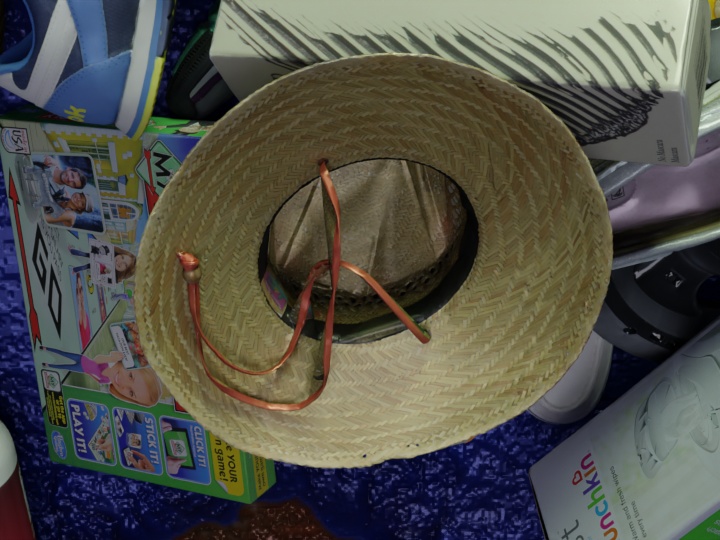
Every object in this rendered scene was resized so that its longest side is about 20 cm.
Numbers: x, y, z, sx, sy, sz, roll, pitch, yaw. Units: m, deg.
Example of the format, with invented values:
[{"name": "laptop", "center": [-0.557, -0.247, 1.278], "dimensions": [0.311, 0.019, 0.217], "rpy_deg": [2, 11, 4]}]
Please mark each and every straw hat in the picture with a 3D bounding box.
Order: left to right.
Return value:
[{"name": "straw hat", "center": [0.001, -0.017, 0.686], "dimensions": [0.201, 0.085, 0.201], "rpy_deg": [-2, 118, -3]}]

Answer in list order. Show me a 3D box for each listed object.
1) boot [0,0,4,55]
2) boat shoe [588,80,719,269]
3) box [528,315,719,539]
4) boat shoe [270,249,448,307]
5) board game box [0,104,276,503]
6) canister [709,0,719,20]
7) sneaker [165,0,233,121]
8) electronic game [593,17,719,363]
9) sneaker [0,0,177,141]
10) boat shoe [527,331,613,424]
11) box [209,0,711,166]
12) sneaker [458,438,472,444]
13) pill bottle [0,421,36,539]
[{"name": "boot", "center": [-0.270, -0.064, 0.808], "dimensions": [0.154, 0.072, 0.200], "rpy_deg": [14, 115, -3]}, {"name": "boat shoe", "center": [0.164, -0.045, 0.708], "dimensions": [0.202, 0.065, 0.075], "rpy_deg": [-15, 124, 4]}, {"name": "box", "center": [0.221, 0.119, 0.829], "dimensions": [0.200, 0.097, 0.176], "rpy_deg": [26, 123, -34]}, {"name": "boat shoe", "center": [-0.001, 0.002, 0.776], "dimensions": [0.200, 0.063, 0.073], "rpy_deg": [11, 81, -29]}, {"name": "board game box", "center": [-0.116, 0.017, 0.832], "dimensions": [0.134, 0.029, 0.200], "rpy_deg": [7, 114, 29]}, {"name": "canister", "center": [0.200, -0.160, 0.774], "dimensions": [0.200, 0.087, 0.149], "rpy_deg": [-8, 113, 3]}, {"name": "sneaker", "center": [-0.007, -0.133, 0.788], "dimensions": [0.088, 0.074, 0.200], "rpy_deg": [40, 105, -20]}, {"name": "electronic game", "center": [0.188, -0.034, 0.783], "dimensions": [0.200, 0.042, 0.200], "rpy_deg": [-3, 123, -4]}, {"name": "sneaker", "center": [-0.116, -0.155, 0.692], "dimensions": [0.082, 0.074, 0.200], "rpy_deg": [10, 112, -4]}, {"name": "boat shoe", "center": [0.104, -0.003, 0.842], "dimensions": [0.072, 0.066, 0.200], "rpy_deg": [-2, 111, -1]}, {"name": "box", "center": [0.044, -0.096, 0.678], "dimensions": [0.200, 0.082, 0.069], "rpy_deg": [6, 72, 18]}, {"name": "sneaker", "center": [-0.022, 0.030, 0.853], "dimensions": [0.200, 0.076, 0.092], "rpy_deg": [42, 117, -3]}, {"name": "pill bottle", "center": [-0.235, 0.145, 0.866], "dimensions": [0.113, 0.113, 0.200], "rpy_deg": [-8, 111, 2]}]
